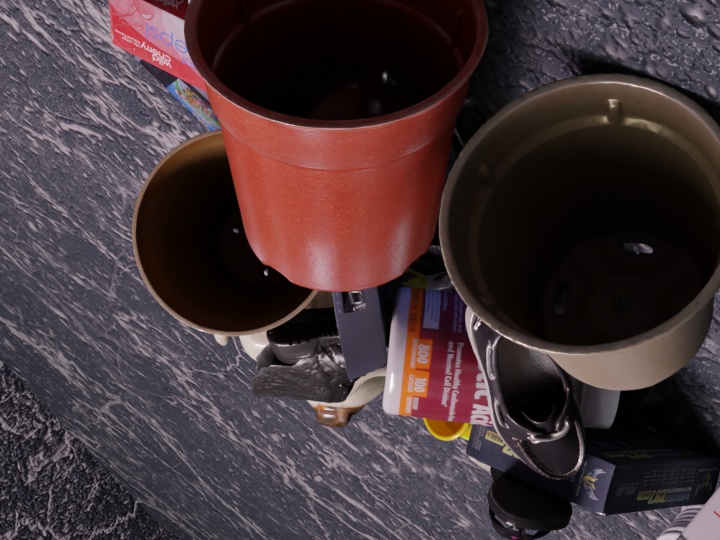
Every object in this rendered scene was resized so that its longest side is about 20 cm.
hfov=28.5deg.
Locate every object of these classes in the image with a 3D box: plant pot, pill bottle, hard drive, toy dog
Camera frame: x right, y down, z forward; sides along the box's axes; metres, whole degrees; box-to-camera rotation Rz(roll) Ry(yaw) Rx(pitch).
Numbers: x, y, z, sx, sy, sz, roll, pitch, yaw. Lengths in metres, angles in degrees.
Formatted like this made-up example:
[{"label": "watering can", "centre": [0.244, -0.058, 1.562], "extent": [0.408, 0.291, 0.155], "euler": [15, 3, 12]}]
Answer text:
[{"label": "plant pot", "centre": [0.174, -0.006, 0.997], "extent": [0.200, 0.201, 0.184], "euler": [27, 169, 26]}, {"label": "pill bottle", "centre": [0.123, 0.081, 1.240], "extent": [0.199, 0.115, 0.114], "euler": [6, 155, 2]}, {"label": "hard drive", "centre": [0.000, 0.000, 1.223], "extent": [0.042, 0.135, 0.200], "euler": [-1, 152, 4]}, {"label": "plant pot", "centre": [-0.016, -0.101, 1.002], "extent": [0.200, 0.201, 0.196], "euler": [29, 145, 22]}, {"label": "toy dog", "centre": [-0.041, 0.088, 1.522], "extent": [0.200, 0.193, 0.140], "euler": [55, -163, -49]}, {"label": "plant pot", "centre": [-0.107, -0.033, 1.366], "extent": [0.186, 0.187, 0.200], "euler": [36, -178, 4]}]

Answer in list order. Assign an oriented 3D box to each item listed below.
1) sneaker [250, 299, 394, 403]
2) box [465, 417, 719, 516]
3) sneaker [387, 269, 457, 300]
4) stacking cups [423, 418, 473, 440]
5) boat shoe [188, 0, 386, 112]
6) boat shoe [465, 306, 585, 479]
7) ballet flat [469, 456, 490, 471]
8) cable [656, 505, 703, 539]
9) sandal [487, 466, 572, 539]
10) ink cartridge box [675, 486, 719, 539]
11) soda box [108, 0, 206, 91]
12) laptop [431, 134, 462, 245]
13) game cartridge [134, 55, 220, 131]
[{"label": "sneaker", "centre": [-0.017, 0.084, 1.370], "extent": [0.199, 0.060, 0.104], "euler": [-2, 138, 12]}, {"label": "box", "centre": [0.219, 0.173, 1.314], "extent": [0.157, 0.051, 0.200], "euler": [18, -171, 40]}, {"label": "sneaker", "centre": [0.096, 0.039, 1.377], "extent": [0.200, 0.075, 0.085], "euler": [15, 172, 41]}, {"label": "stacking cups", "centre": [0.147, 0.136, 1.381], "extent": [0.060, 0.061, 0.200], "euler": [17, -173, 43]}, {"label": "boat shoe", "centre": [-0.048, -0.195, 1.107], "extent": [0.200, 0.070, 0.066], "euler": [33, 147, 15]}, {"label": "boat shoe", "centre": [0.142, 0.103, 1.145], "extent": [0.060, 0.074, 0.201], "euler": [-116, 4, -59]}, {"label": "ballet flat", "centre": [0.133, 0.173, 1.578], "extent": [0.200, 0.074, 0.074], "euler": [43, 159, -14]}, {"label": "cable", "centre": [0.398, 0.310, 1.430], "extent": [0.200, 0.069, 0.200], "euler": [9, 144, 52]}, {"label": "sandal", "centre": [0.149, 0.212, 1.278], "extent": [0.075, 0.048, 0.200], "euler": [16, -173, 5]}, {"label": "ink cartridge box", "centre": [0.349, 0.280, 1.313], "extent": [0.116, 0.200, 0.068], "euler": [42, -166, 24]}, {"label": "soda box", "centre": [-0.115, -0.192, 1.188], "extent": [0.200, 0.063, 0.070], "euler": [27, 141, 17]}, {"label": "laptop", "centre": [0.058, -0.043, 1.187], "extent": [0.199, 0.104, 0.177], "euler": [3, 142, 34]}, {"label": "game cartridge", "centre": [-0.139, -0.178, 1.338], "extent": [0.200, 0.038, 0.130], "euler": [43, 155, -14]}]
